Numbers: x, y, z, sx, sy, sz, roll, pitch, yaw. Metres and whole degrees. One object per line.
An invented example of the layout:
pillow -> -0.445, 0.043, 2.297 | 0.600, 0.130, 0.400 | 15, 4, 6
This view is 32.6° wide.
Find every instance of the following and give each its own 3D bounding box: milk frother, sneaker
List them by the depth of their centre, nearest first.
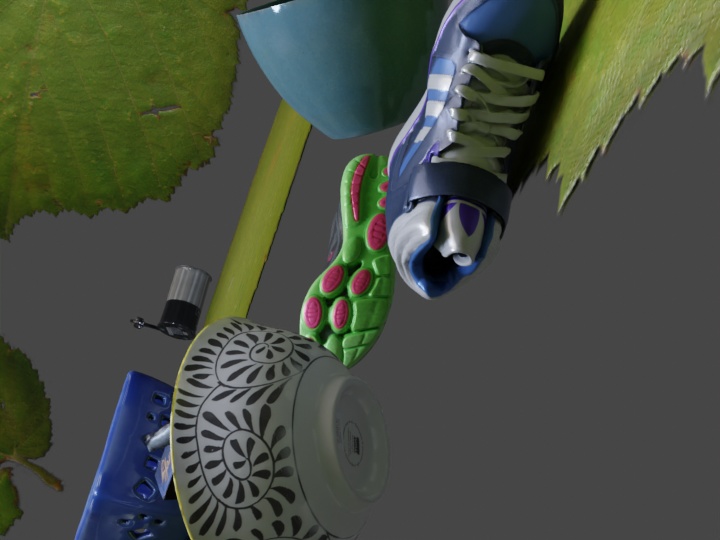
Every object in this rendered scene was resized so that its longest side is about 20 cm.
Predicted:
sneaker -> 0.075, -0.075, 0.754 | 0.148, 0.080, 0.201 | -95, 27, -47
sneaker -> 0.000, 0.000, 1.076 | 0.084, 0.076, 0.202 | 84, -158, -70
milk frother -> -0.558, 0.094, 3.611 | 0.181, 0.197, 0.190 | 119, 166, -64

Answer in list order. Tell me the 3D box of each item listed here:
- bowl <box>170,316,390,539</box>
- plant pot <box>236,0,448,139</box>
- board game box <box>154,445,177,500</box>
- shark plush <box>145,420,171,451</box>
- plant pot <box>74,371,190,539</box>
bowl -> -0.038, 0.124, 0.860 | 0.201, 0.093, 0.203 | 41, -137, -53
plant pot -> -0.002, -0.201, 1.149 | 0.200, 0.197, 0.137 | -116, 9, -76
board game box -> -0.112, 0.145, 1.207 | 0.035, 0.134, 0.201 | 63, 141, 40
shark plush -> -0.105, 0.127, 1.089 | 0.091, 0.197, 0.084 | 72, -166, -52
plant pot -> -0.257, 0.282, 1.598 | 0.201, 0.178, 0.202 | 119, 166, -45
